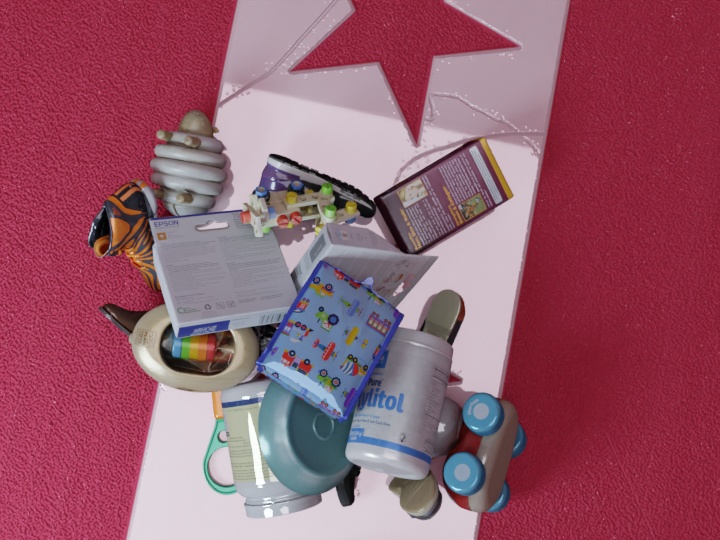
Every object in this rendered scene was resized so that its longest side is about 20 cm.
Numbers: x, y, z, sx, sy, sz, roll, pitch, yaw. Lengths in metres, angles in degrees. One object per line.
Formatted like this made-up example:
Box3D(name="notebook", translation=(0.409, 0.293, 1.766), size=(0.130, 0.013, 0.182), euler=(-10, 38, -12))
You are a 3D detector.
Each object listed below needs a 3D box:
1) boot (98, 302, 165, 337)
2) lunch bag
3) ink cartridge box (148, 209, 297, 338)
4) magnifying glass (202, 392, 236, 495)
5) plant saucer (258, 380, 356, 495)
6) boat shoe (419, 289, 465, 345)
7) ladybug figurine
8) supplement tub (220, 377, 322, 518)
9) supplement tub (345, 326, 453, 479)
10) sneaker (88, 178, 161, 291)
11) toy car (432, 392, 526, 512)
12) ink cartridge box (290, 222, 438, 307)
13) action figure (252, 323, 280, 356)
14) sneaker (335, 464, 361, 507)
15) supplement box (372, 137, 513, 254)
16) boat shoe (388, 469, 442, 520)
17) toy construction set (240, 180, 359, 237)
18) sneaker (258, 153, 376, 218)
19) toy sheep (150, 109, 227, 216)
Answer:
Box3D(name="boot", translation=(-0.293, 0.026, 1.460), size=(0.186, 0.064, 0.202), euler=(36, 86, -42))
Box3D(name="lunch bag", translation=(-0.037, 0.092, 1.327), size=(0.149, 0.094, 0.202), euler=(31, 77, 1))
Box3D(name="ink cartridge box", translation=(-0.210, -0.001, 1.404), size=(0.197, 0.041, 0.202), euler=(-7, 55, -24))
Box3D(name="magnifying glass", translation=(-0.223, 0.261, 1.496), size=(0.078, 0.022, 0.204), euler=(-6, 85, -3))
Box3D(name="plant saucer", translation=(-0.064, 0.234, 1.388), size=(0.198, 0.036, 0.204), euler=(11, 73, -40))
Box3D(name="boat shoe", translation=(0.113, 0.127, 1.504), size=(0.070, 0.063, 0.202), euler=(25, 85, 17))
Box3D(name="ladybug figurine", translation=(-0.252, 0.114, 1.406), size=(0.197, 0.072, 0.138), euler=(11, 87, -6))
Box3D(name="supplement tub", translation=(-0.135, 0.270, 1.438), size=(0.142, 0.145, 0.204), euler=(-10, 86, -4))
Box3D(name="supplement tub", translation=(0.060, 0.201, 1.388), size=(0.130, 0.132, 0.203), euler=(14, 72, -2))
Box3D(name="sneaker", translation=(-0.363, -0.035, 1.432), size=(0.077, 0.203, 0.112), euler=(17, 42, 33))
Box3D(name="toy car", translation=(0.138, 0.272, 1.461), size=(0.197, 0.184, 0.179), euler=(13, 73, 29))
Box3D(name="ink cartridge box", translation=(0.000, 0.000, 1.443), size=(0.197, 0.160, 0.048), euler=(5, 51, -31))
Box3D(name="action figure", translation=(-0.135, 0.093, 1.474), size=(0.196, 0.102, 0.121), euler=(8, 70, -2))
Box3D(name="sneaker", translation=(0.001, 0.272, 1.487), size=(0.102, 0.060, 0.203), euler=(-9, 83, 1))
Box3D(name="supplement box", translation=(0.134, -0.120, 1.505), size=(0.198, 0.086, 0.111), euler=(-30, 98, -5))
Box3D(name="boat shoe", translation=(0.096, 0.349, 1.419), size=(0.065, 0.200, 0.072), euler=(43, 79, -6))
Box3D(name="toy construction set", translation=(-0.103, -0.083, 1.417), size=(0.197, 0.132, 0.093), euler=(1, 129, -33))
Box3D(name="sneaker", translation=(-0.073, -0.115, 1.521), size=(0.197, 0.076, 0.089), euler=(23, 103, 1))
Box3D(name="toy sheep", translation=(-0.276, -0.155, 1.473), size=(0.136, 0.138, 0.203), euler=(13, 95, -2))
